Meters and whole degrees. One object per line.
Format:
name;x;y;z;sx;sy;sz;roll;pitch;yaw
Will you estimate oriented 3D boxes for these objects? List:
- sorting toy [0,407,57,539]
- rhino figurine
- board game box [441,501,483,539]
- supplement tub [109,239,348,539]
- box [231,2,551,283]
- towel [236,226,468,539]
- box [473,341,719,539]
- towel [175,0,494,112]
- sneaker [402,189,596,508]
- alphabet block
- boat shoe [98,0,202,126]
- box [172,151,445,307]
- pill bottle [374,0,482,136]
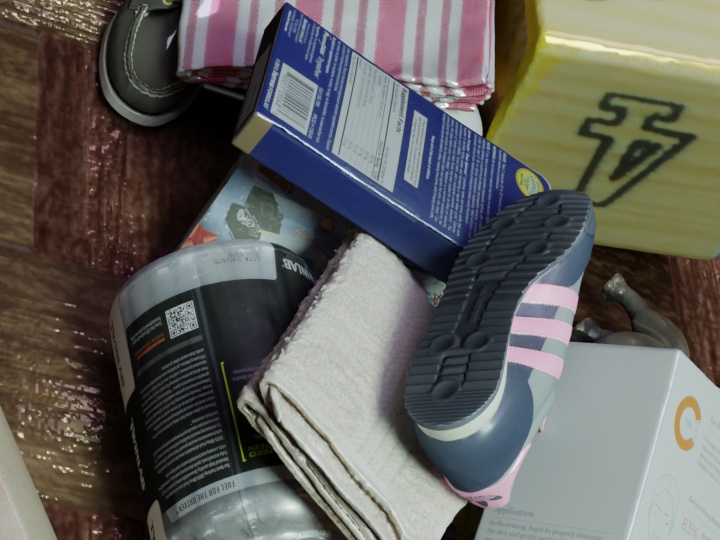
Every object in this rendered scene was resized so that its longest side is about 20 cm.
sorting toy;-0.230;0.147;0.957;0.199;0.036;0.186;-10;64;-40
rhino figurine;0.144;0.078;1.254;0.087;0.060;0.200;38;43;18
board game box;0.065;0.162;1.126;0.119;0.032;0.202;7;72;-27
supplement tub;-0.062;0.095;1.057;0.122;0.123;0.201;6;54;-32
box;0.023;-0.062;1.126;0.199;0.032;0.122;32;35;-15
towel;0.013;0.064;1.040;0.133;0.034;0.200;50;30;-12
box;0.134;0.156;1.062;0.124;0.097;0.201;40;62;-45
towel;-0.012;-0.174;1.229;0.198;0.030;0.147;5;58;-4
sneaker;0.082;0.040;1.049;0.200;0.070;0.082;-57;136;-40
alphabet block;0.176;-0.146;1.332;0.198;0.197;0.197;9;50;-12
boat shoe;-0.113;-0.175;1.270;0.072;0.060;0.203;32;45;-12
box;0.000;0.000;1.180;0.199;0.040;0.137;37;84;-8
pill bottle;0.014;-0.124;1.286;0.112;0.113;0.201;5;55;-33
